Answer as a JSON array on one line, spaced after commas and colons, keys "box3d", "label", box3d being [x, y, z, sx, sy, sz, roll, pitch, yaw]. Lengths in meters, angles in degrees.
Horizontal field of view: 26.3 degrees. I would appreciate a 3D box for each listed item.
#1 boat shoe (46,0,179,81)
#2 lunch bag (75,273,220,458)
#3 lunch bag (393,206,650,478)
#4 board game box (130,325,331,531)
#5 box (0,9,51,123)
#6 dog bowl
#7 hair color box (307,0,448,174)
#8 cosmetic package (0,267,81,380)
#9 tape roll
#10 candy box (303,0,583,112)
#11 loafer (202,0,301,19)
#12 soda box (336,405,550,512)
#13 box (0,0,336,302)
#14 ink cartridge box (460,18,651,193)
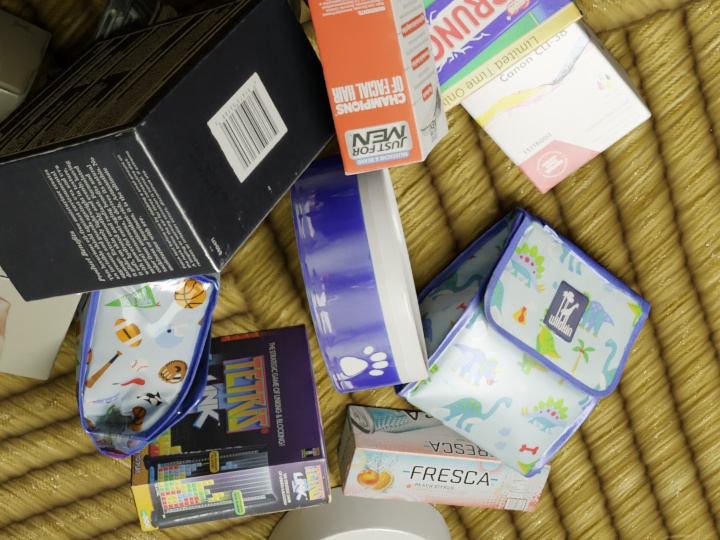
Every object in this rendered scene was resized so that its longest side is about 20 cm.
[{"box3d": [-0.224, -0.144, 1.257, 0.071, 0.072, 0.200, 30, 105, -16], "label": "boat shoe"}, {"box3d": [-0.184, 0.036, 1.318, 0.124, 0.170, 0.200, 12, 121, -12], "label": "lunch bag"}, {"box3d": [0.145, 0.062, 1.411, 0.170, 0.127, 0.200, 35, 101, -24], "label": "lunch bag"}, {"box3d": [-0.118, 0.136, 1.374, 0.165, 0.200, 0.057, -10, 123, -2], "label": "board game box"}, {"box3d": [-0.341, -0.108, 1.219, 0.109, 0.128, 0.200, 25, 117, -15], "label": "box"}, {"box3d": [0.000, 0.000, 1.296, 0.079, 0.200, 0.200, -12, 125, 3], "label": "dog bowl"}, {"box3d": [0.007, -0.180, 1.101, 0.064, 0.111, 0.200, -10, 103, 15], "label": "hair color box"}, {"box3d": [-0.278, 0.005, 1.272, 0.087, 0.103, 0.200, 13, 152, -14], "label": "cosmetic package"}, {"box3d": [0.000, 0.317, 1.592, 0.202, 0.071, 0.203, -4, 125, -5], "label": "tape roll"}, {"box3d": [0.046, -0.229, 1.179, 0.169, 0.077, 0.200, -34, 98, 16], "label": "candy box"}, {"box3d": [-0.097, -0.173, 1.220, 0.068, 0.076, 0.200, 7, 159, -32], "label": "loafer"}, {"box3d": [0.081, 0.185, 1.512, 0.200, 0.068, 0.064, 7, 123, -13], "label": "soda box"}, {"box3d": [-0.150, -0.089, 1.105, 0.198, 0.200, 0.123, -7, 122, 37], "label": "box"}, {"box3d": [0.133, -0.173, 1.274, 0.116, 0.068, 0.200, -37, 120, 17], "label": "ink cartridge box"}]
